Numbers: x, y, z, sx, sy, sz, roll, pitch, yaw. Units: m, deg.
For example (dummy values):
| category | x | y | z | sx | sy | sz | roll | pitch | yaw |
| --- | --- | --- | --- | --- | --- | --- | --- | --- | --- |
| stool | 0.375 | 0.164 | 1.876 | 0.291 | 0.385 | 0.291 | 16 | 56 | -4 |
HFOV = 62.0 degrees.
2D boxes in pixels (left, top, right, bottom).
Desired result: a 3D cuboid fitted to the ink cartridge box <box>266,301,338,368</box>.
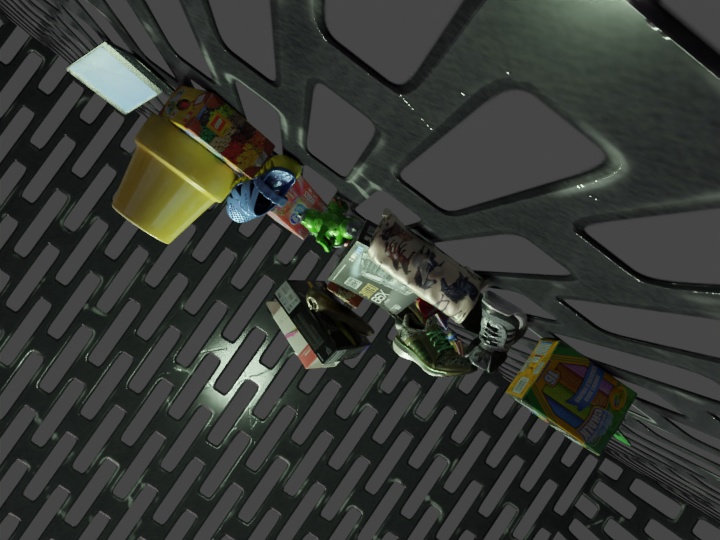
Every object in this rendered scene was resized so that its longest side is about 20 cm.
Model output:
| category | x | y | z | sx | sy | sz | roll | pitch | yaw |
| --- | --- | --- | --- | --- | --- | --- | --- | --- | --- |
| ink cartridge box | -0.124 | 0.130 | 1.409 | 0.200 | 0.068 | 0.116 | 52 | -158 | 25 |

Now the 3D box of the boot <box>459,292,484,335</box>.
| category | x | y | z | sx | sy | sz | roll | pitch | yaw |
| --- | --- | --- | --- | --- | --- | --- | --- | --- | --- |
| boot | 0.193 | 0.062 | 1.190 | 0.182 | 0.073 | 0.200 | 46 | -179 | -32 |

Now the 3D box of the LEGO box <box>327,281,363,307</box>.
| category | x | y | z | sx | sy | sz | roll | pitch | yaw |
| --- | --- | --- | --- | --- | --- | --- | --- | --- | --- |
| LEGO box | 0.000 | 0.000 | 1.321 | 0.077 | 0.150 | 0.200 | 34 | 177 | 0 |

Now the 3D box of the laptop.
| category | x | y | z | sx | sy | sz | roll | pitch | yaw |
| --- | --- | --- | --- | --- | --- | --- | --- | --- | --- |
| laptop | -0.501 | -0.398 | 1.303 | 0.199 | 0.104 | 0.177 | 33 | 177 | 33 |

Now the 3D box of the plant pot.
| category | x | y | z | sx | sy | sz | roll | pitch | yaw |
| --- | --- | --- | --- | --- | --- | --- | --- | --- | --- |
| plant pot | -0.369 | -0.165 | 1.158 | 0.200 | 0.190 | 0.201 | 35 | 178 | 1 |

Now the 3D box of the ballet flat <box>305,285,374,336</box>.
| category | x | y | z | sx | sy | sz | roll | pitch | yaw |
| --- | --- | --- | --- | --- | --- | --- | --- | --- | --- |
| ballet flat | -0.045 | 0.099 | 1.317 | 0.200 | 0.047 | 0.067 | 36 | 178 | -36 |

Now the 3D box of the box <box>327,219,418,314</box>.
| category | x | y | z | sx | sy | sz | roll | pitch | yaw |
| --- | --- | --- | --- | --- | --- | --- | --- | --- | --- |
| box | 0.041 | 0.000 | 1.093 | 0.157 | 0.050 | 0.200 | 28 | 154 | -8 |

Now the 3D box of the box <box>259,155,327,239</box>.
| category | x | y | z | sx | sy | sz | roll | pitch | yaw |
| --- | --- | --- | --- | --- | --- | --- | --- | --- | --- |
| box | -0.161 | -0.156 | 1.296 | 0.094 | 0.103 | 0.200 | 34 | 176 | 20 |

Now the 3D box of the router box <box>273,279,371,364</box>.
| category | x | y | z | sx | sy | sz | roll | pitch | yaw |
| --- | --- | --- | --- | --- | --- | --- | --- | --- | --- |
| router box | -0.084 | 0.111 | 1.348 | 0.200 | 0.052 | 0.157 | 52 | -158 | 21 |

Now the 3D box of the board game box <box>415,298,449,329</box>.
| category | x | y | z | sx | sy | sz | roll | pitch | yaw |
| --- | --- | --- | --- | --- | --- | --- | --- | --- | --- |
| board game box | 0.120 | 0.049 | 1.211 | 0.159 | 0.039 | 0.200 | 60 | 176 | 17 |

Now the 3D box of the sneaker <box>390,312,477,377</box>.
| category | x | y | z | sx | sy | sz | roll | pitch | yaw |
| --- | --- | --- | --- | --- | --- | --- | --- | --- | --- |
| sneaker | 0.135 | 0.135 | 1.118 | 0.076 | 0.089 | 0.199 | -9 | -159 | -41 |

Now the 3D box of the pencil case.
| category | x | y | z | sx | sy | sz | roll | pitch | yaw |
| --- | --- | --- | --- | --- | --- | --- | --- | --- | --- |
| pencil case | 0.099 | -0.009 | 0.929 | 0.199 | 0.090 | 0.078 | 36 | -155 | 1 |

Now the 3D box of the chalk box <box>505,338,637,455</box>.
| category | x | y | z | sx | sy | sz | roll | pitch | yaw |
| --- | --- | --- | --- | --- | --- | --- | --- | --- | --- |
| chalk box | 0.375 | 0.223 | 1.025 | 0.199 | 0.124 | 0.125 | 34 | 176 | 3 |

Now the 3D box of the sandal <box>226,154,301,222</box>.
| category | x | y | z | sx | sy | sz | roll | pitch | yaw |
| --- | --- | --- | --- | --- | --- | --- | --- | --- | --- |
| sandal | -0.191 | -0.137 | 1.121 | 0.079 | 0.088 | 0.199 | 27 | 142 | -30 |

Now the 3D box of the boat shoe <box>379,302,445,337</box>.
| category | x | y | z | sx | sy | sz | roll | pitch | yaw |
| --- | --- | --- | --- | --- | --- | --- | --- | --- | --- |
| boat shoe | 0.103 | 0.103 | 1.240 | 0.201 | 0.063 | 0.074 | 46 | -169 | 20 |

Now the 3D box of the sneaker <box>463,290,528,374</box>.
| category | x | y | z | sx | sy | sz | roll | pitch | yaw |
| --- | --- | --- | --- | --- | --- | --- | --- | --- | --- |
| sneaker | 0.224 | 0.111 | 1.012 | 0.075 | 0.114 | 0.200 | 33 | 176 | 28 |

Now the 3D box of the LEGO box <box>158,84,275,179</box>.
| category | x | y | z | sx | sy | sz | roll | pitch | yaw |
| --- | --- | --- | --- | --- | --- | --- | --- | --- | --- |
| LEGO box | -0.269 | -0.260 | 1.108 | 0.149 | 0.077 | 0.200 | 37 | 177 | -37 |

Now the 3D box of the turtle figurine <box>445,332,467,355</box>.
| category | x | y | z | sx | sy | sz | roll | pitch | yaw |
| --- | --- | --- | --- | --- | --- | --- | --- | --- | --- |
| turtle figurine | 0.392 | 0.343 | 2.538 | 0.193 | 0.200 | 0.144 | 32 | -148 | -15 |

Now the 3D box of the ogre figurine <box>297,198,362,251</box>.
| category | x | y | z | sx | sy | sz | roll | pitch | yaw |
| --- | --- | --- | --- | --- | --- | --- | --- | --- | --- |
| ogre figurine | -0.036 | -0.078 | 1.168 | 0.200 | 0.098 | 0.120 | 38 | -175 | 32 |
